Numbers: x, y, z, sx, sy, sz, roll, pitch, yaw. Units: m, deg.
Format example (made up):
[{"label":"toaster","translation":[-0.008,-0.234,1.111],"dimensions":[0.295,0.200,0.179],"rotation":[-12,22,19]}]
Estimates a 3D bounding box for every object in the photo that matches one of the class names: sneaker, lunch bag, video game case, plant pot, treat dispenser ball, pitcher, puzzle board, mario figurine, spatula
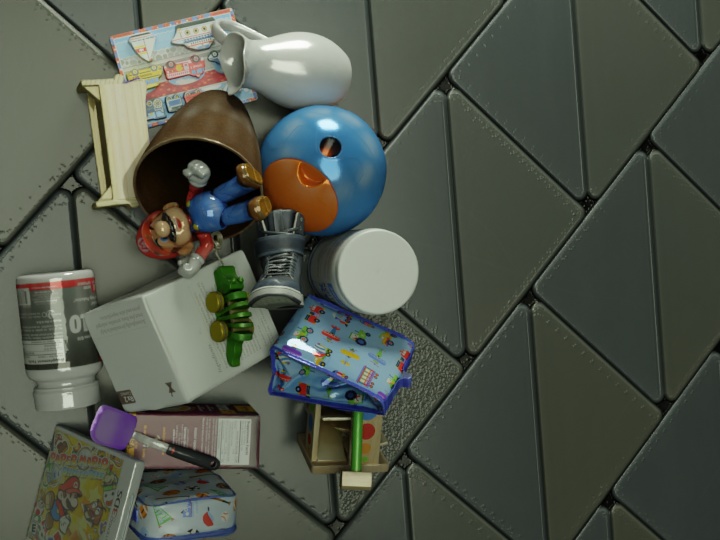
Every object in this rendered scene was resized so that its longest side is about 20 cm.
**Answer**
[{"label":"sneaker","translation":[-0.119,-0.018,1.473],"dimensions":[0.077,0.202,0.146],"rotation":[-1,87,0]},{"label":"lunch bag","translation":[-0.282,0.350,1.548],"dimensions":[0.160,0.200,0.076],"rotation":[-3,94,-28]},{"label":"video game case","translation":[-0.409,0.343,1.526],"dimensions":[0.023,0.200,0.182],"rotation":[18,86,-51]},{"label":"plant pot","translation":[-0.226,-0.179,1.545],"dimensions":[0.187,0.200,0.187],"rotation":[2,133,2]},{"label":"treat dispenser ball","translation":[-0.059,-0.154,1.594],"dimensions":[0.201,0.201,0.201],"rotation":[0,91,-15]},{"label":"lunch bag","translation":[-0.017,0.133,1.541],"dimensions":[0.200,0.151,0.094],"rotation":[15,125,13]},{"label":"pitcher","translation":[-0.127,-0.330,1.615],"dimensions":[0.200,0.121,0.172],"rotation":[1,47,-34]},{"label":"puzzle board","translation":[-0.276,-0.318,1.628],"dimensions":[0.200,0.017,0.151],"rotation":[-17,96,-15]},{"label":"mario figurine","translation":[-0.229,-0.071,1.431],"dimensions":[0.200,0.124,0.106],"rotation":[-24,137,18]},{"label":"spatula","translation":[-0.298,0.255,1.516],"dimensions":[0.200,0.021,0.057],"rotation":[24,84,-15]}]

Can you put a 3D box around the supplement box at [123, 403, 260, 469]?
[{"label":"supplement box","translation":[-0.261,0.254,1.595],"dimensions":[0.200,0.110,0.086],"rotation":[3,91,-15]}]

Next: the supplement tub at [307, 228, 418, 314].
[{"label":"supplement tub","translation":[0.000,0.000,1.613],"dimensions":[0.132,0.200,0.132],"rotation":[0,91,-15]}]

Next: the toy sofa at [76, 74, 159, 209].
[{"label":"toy sofa","translation":[-0.369,-0.192,1.572],"dimensions":[0.097,0.083,0.200],"rotation":[-8,93,-20]}]

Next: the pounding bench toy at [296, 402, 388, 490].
[{"label":"pounding bench toy","translation":[-0.015,0.231,1.599],"dimensions":[0.124,0.200,0.156],"rotation":[2,105,-15]}]

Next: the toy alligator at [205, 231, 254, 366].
[{"label":"toy alligator","translation":[-0.181,0.035,1.463],"dimensions":[0.059,0.054,0.200],"rotation":[-1,80,-45]}]

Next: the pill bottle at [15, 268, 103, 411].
[{"label":"pill bottle","translation":[-0.445,0.102,1.541],"dimensions":[0.114,0.114,0.200],"rotation":[-6,93,-15]}]

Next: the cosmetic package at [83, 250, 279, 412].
[{"label":"cosmetic package","translation":[-0.260,0.090,1.527],"dimensions":[0.200,0.165,0.165],"rotation":[-29,100,-45]}]
